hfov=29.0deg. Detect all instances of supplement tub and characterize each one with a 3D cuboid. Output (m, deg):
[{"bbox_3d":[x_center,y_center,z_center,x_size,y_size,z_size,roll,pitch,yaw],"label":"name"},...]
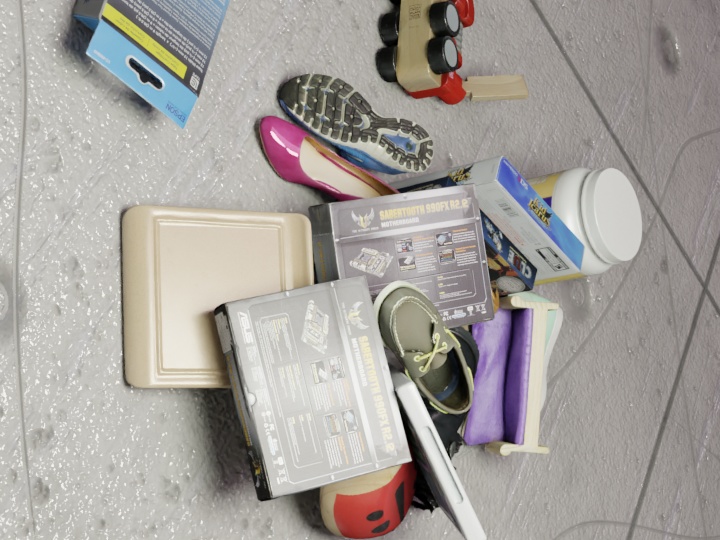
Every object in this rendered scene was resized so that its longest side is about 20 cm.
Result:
[{"bbox_3d":[0.259,-0.057,1.861,0.145,0.199,0.146,16,69,-47],"label":"supplement tub"}]

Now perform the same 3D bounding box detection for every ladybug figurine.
[{"bbox_3d":[0.015,0.230,1.522,0.136,0.072,0.200,-53,155,-24],"label":"ladybug figurine"}]

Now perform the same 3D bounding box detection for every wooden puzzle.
[{"bbox_3d":[-0.146,0.029,1.433,0.199,0.037,0.186,1,78,-22],"label":"wooden puzzle"}]

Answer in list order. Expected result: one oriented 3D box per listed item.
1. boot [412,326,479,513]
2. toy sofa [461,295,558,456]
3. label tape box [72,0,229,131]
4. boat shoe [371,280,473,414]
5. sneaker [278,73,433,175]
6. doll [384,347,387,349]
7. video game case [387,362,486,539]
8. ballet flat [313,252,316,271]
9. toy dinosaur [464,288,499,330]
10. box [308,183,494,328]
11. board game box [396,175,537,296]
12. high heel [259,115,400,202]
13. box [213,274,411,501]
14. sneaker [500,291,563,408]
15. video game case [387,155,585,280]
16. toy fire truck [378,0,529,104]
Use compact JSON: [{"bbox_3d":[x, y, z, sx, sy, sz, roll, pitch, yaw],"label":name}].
[{"bbox_3d":[0.088,0.176,1.655,0.201,0.076,0.169,81,23,-52],"label":"boot"},{"bbox_3d":[0.190,0.134,1.771,0.097,0.083,0.201,5,86,-10],"label":"toy sofa"},{"bbox_3d":[-0.220,-0.260,1.444,0.143,0.066,0.201,37,57,-39],"label":"label tape box"},{"bbox_3d":[0.072,0.085,1.489,0.072,0.060,0.202,-41,139,-9],"label":"boat shoe"},{"bbox_3d":[-0.015,-0.163,1.661,0.199,0.089,0.079,28,66,-21],"label":"sneaker"},{"bbox_3d":[0.000,0.000,1.626,0.200,0.048,0.137,58,11,-40],"label":"doll"},{"bbox_3d":[0.072,0.194,1.507,0.200,0.023,0.183,-158,-137,-84],"label":"video game case"},{"bbox_3d":[-0.103,0.008,1.520,0.062,0.067,0.200,56,43,-13],"label":"ballet flat"},{"bbox_3d":[0.122,0.059,1.756,0.060,0.106,0.201,-41,109,-55],"label":"toy dinosaur"},{"bbox_3d":[0.047,-0.007,1.551,0.199,0.048,0.159,-10,92,-31],"label":"box"},{"bbox_3d":[0.110,-0.033,1.728,0.200,0.135,0.035,43,51,-35],"label":"board game box"},{"bbox_3d":[-0.029,-0.118,1.612,0.200,0.096,0.068,48,49,-32],"label":"high heel"},{"bbox_3d":[-0.049,0.116,1.407,0.158,0.048,0.201,-12,83,-25],"label":"box"},{"bbox_3d":[0.191,0.118,1.849,0.118,0.074,0.201,26,69,-27],"label":"sneaker"},{"bbox_3d":[0.154,-0.054,1.749,0.200,0.181,0.046,43,50,-36],"label":"video game case"},{"bbox_3d":[0.129,-0.299,1.841,0.200,0.128,0.177,33,56,-55],"label":"toy fire truck"}]
